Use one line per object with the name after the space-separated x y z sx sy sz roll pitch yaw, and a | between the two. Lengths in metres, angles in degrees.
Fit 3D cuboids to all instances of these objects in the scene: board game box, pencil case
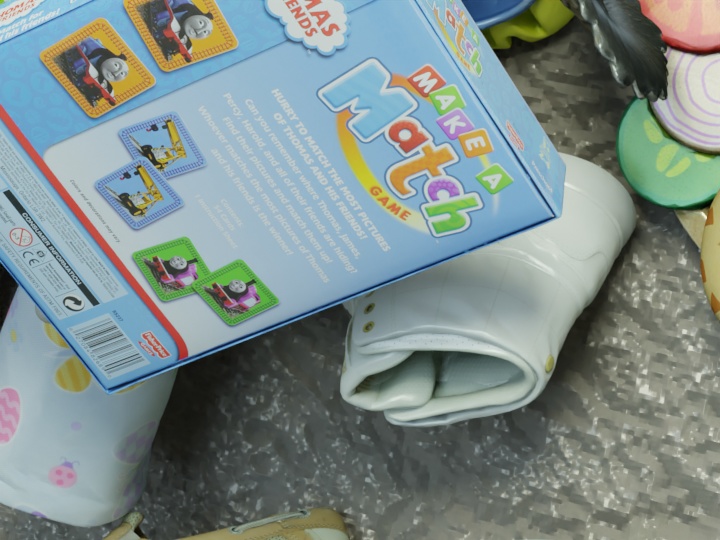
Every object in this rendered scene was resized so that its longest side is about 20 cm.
-0.049 -0.048 0.829 0.199 0.037 0.152 -21 122 26 | board game box
-0.105 0.009 0.984 0.083 0.091 0.201 18 118 -8 | pencil case

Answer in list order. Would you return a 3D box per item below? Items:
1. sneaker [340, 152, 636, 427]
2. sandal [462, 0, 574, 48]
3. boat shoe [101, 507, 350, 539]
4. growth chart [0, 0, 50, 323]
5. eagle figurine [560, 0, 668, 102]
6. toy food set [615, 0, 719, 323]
0.000 0.000 0.952 0.199 0.074 0.116 7 50 30 | sneaker
-0.007 -0.109 0.981 0.199 0.087 0.080 -25 78 30 | sandal
-0.099 0.142 1.008 0.198 0.072 0.077 -6 54 -5 | boat shoe
-0.143 -0.079 0.923 0.200 0.018 0.145 51 119 16 | growth chart
0.050 -0.161 0.880 0.151 0.151 0.201 0 67 39 | eagle figurine
0.189 -0.074 0.884 0.200 0.049 0.199 -38 70 25 | toy food set
